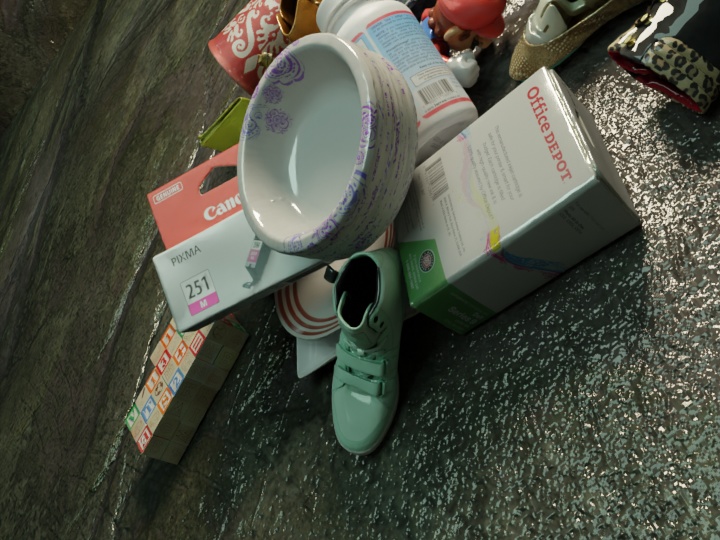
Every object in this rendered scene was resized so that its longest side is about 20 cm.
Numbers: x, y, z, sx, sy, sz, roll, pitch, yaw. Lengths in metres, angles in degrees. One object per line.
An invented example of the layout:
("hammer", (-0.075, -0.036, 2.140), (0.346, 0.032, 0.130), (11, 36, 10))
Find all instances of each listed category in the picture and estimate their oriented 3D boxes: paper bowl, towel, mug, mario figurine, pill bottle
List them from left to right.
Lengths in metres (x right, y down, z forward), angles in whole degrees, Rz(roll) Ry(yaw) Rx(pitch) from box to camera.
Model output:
("towel", (-0.125, -0.184, 0.949), (0.086, 0.199, 0.018), (-42, 72, 22))
("mug", (-0.134, -0.398, 1.139), (0.200, 0.132, 0.179), (-43, 42, 16))
("paper bowl", (-0.025, -0.112, 0.689), (0.197, 0.103, 0.207), (-6, 81, 44))
("pill bottle", (0.034, -0.213, 0.771), (0.108, 0.108, 0.203), (-37, 76, 26))
("mario figurine", (0.101, -0.258, 0.841), (0.199, 0.105, 0.126), (-30, 82, 48))

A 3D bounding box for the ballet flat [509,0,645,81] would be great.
("ballet flat", (0.216, -0.265, 0.698), (0.198, 0.065, 0.072), (-33, 45, 32))

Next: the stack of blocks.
("stack of blocks", (-0.243, 0.141, 0.977), (0.115, 0.058, 0.203), (31, 92, 53))

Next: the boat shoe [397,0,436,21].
("boat shoe", (0.111, -0.360, 0.879), (0.196, 0.071, 0.070), (-22, 74, 25))

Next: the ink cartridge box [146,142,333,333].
("ink cartridge box", (-0.146, -0.051, 0.805), (0.196, 0.043, 0.177), (-25, 82, 13))

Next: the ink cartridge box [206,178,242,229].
("ink cartridge box", (-0.119, -0.076, 0.901), (0.203, 0.083, 0.146), (-57, 1, 5))

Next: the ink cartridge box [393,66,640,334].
("ink cartridge box", (0.130, -0.060, 0.650), (0.199, 0.086, 0.148), (-38, 43, 30))

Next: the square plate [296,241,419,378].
("square plate", (0.000, 0.000, 0.811), (0.198, 0.028, 0.202), (-32, 46, 33))

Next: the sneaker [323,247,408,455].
("sneaker", (-0.005, 0.077, 0.666), (0.072, 0.118, 0.207), (11, 92, 21))

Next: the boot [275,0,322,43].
("boot", (-0.043, -0.266, 0.903), (0.070, 0.142, 0.207), (-22, 70, 34))

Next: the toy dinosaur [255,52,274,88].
("toy dinosaur", (-0.101, -0.242, 1.024), (0.098, 0.202, 0.059), (-1, 53, 0))

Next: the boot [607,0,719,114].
("boot", (0.260, -0.241, 0.590), (0.200, 0.073, 0.152), (42, 106, 20))

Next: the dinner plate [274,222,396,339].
("dinner plate", (-0.026, -0.016, 0.810), (0.198, 0.024, 0.205), (-28, 49, 37))
